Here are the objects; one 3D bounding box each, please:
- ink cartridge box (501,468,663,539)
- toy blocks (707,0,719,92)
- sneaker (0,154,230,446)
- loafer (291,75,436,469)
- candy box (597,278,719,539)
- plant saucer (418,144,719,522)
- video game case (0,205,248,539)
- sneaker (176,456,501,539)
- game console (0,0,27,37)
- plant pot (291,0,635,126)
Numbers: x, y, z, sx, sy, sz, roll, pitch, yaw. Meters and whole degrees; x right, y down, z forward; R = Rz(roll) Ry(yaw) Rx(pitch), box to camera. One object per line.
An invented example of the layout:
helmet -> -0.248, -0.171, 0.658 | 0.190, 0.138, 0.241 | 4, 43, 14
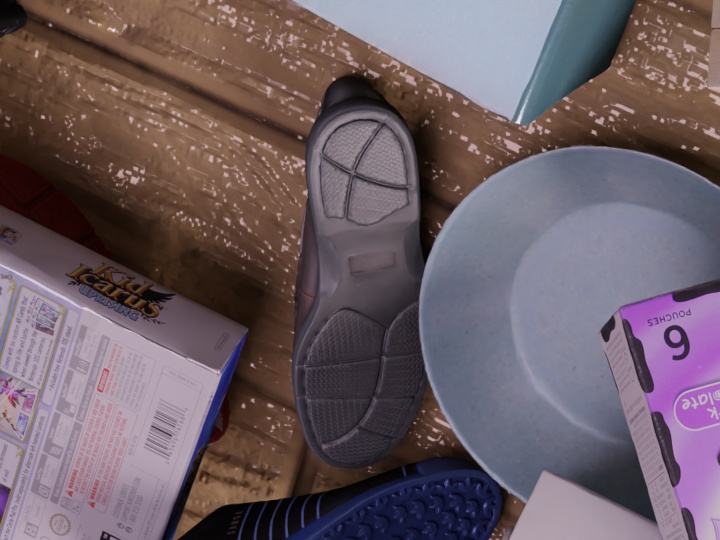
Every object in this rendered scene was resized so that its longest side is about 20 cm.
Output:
ink cartridge box -> 0.137, 0.209, 1.184 | 0.200, 0.145, 0.145 | 27, 75, 10
toy blocks -> 0.220, -0.146, 1.046 | 0.136, 0.100, 0.201 | 3, 85, 34
sneaker -> -0.172, 0.041, 1.340 | 0.115, 0.078, 0.200 | -40, 89, 31
loafer -> 0.000, 0.000, 1.262 | 0.072, 0.063, 0.201 | -1, 117, -7
candy box -> 0.214, 0.094, 1.097 | 0.167, 0.072, 0.201 | -16, 79, -5
plant saucer -> 0.126, 0.031, 1.216 | 0.200, 0.039, 0.202 | 10, 114, 23
video game case -> -0.168, 0.068, 1.292 | 0.181, 0.045, 0.200 | 25, 130, 4
sneaker -> -0.030, 0.137, 1.280 | 0.078, 0.200, 0.070 | 42, 150, 55
game console -> -0.248, -0.109, 1.229 | 0.116, 0.200, 0.176 | -30, 95, 13
plant pot -> 0.070, -0.195, 1.099 | 0.141, 0.141, 0.200 | 29, 113, 12
